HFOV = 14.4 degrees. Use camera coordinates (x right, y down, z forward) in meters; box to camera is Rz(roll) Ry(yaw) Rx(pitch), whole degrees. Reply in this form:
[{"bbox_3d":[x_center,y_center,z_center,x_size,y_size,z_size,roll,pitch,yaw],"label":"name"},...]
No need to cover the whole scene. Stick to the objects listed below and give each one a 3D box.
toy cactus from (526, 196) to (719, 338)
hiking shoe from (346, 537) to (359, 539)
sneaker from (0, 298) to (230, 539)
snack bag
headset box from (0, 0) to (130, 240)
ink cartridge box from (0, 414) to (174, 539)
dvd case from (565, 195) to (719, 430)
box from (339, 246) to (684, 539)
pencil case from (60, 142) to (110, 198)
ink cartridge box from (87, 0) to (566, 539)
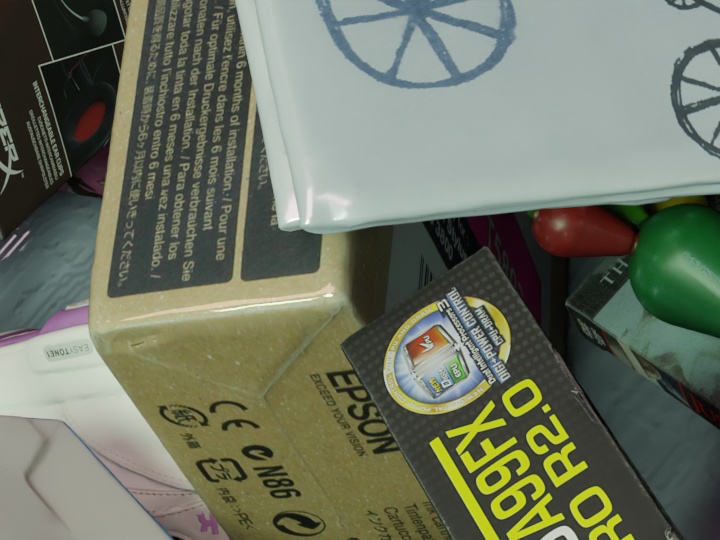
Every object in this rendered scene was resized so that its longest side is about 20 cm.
[{"bbox_3d":[0.133,-0.007,0.761,0.198,0.102,0.166,-1,68,14],"label":"toy cactus"},{"bbox_3d":[0.049,0.155,0.689,0.076,0.200,0.101,-30,15,37],"label":"hiking shoe"},{"bbox_3d":[-0.094,0.065,0.883,0.075,0.100,0.200,-16,0,-35],"label":"sneaker"},{"bbox_3d":[0.062,-0.092,0.736,0.198,0.021,0.190,-5,55,-12],"label":"snack bag"},{"bbox_3d":[-0.113,-0.112,0.915,0.148,0.075,0.200,17,48,33],"label":"headset box"},{"bbox_3d":[-0.111,0.150,0.741,0.116,0.066,0.201,41,114,41],"label":"ink cartridge box"},{"bbox_3d":[0.171,0.007,0.797,0.146,0.022,0.200,-46,47,-8],"label":"dvd case"},{"bbox_3d":[0.080,0.108,0.675,0.044,0.200,0.161,-33,47,3],"label":"box"},{"bbox_3d":[-0.123,-0.078,1.012,0.199,0.087,0.083,17,74,35],"label":"pencil case"},{"bbox_3d":[0.000,0.000,0.802,0.075,0.200,0.166,-7,54,18],"label":"ink cartridge box"}]
